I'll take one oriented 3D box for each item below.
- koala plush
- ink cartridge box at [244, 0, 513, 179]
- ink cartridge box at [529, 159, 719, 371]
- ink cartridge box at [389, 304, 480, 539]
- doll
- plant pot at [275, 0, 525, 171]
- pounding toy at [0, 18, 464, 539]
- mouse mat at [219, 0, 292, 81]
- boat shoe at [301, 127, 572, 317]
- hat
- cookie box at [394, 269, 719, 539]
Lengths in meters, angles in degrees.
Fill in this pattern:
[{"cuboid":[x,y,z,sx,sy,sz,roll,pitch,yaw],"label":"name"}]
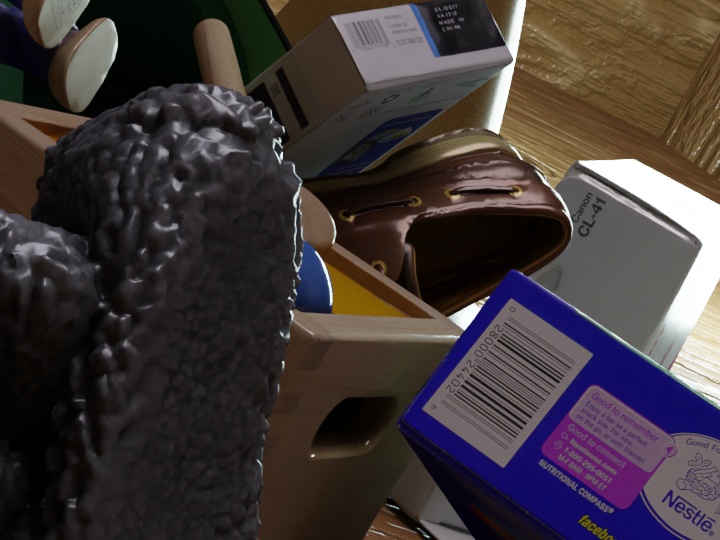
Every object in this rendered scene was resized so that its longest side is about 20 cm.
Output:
[{"cuboid":[-0.140,0.041,0.567,0.199,0.185,0.177,11,8,40],"label":"koala plush"},{"cuboid":[-0.034,-0.051,1.101,0.099,0.200,0.039,-16,75,-48],"label":"ink cartridge box"},{"cuboid":[0.130,0.022,1.381,0.085,0.148,0.200,30,11,10],"label":"ink cartridge box"},{"cuboid":[0.046,0.067,1.141,0.116,0.068,0.200,20,14,-42],"label":"ink cartridge box"},{"cuboid":[-0.200,-0.127,1.050,0.199,0.049,0.137,17,-32,22],"label":"doll"},{"cuboid":[0.010,-0.100,1.485,0.186,0.201,0.186,30,7,-4],"label":"plant pot"},{"cuboid":[-0.061,0.001,0.938,0.184,0.143,0.200,34,11,20],"label":"pounding toy"},{"cuboid":[-0.064,-0.089,1.317,0.161,0.008,0.201,-5,-63,60],"label":"mouse mat"},{"cuboid":[0.000,0.000,1.074,0.199,0.072,0.067,-24,36,-24],"label":"boat shoe"},{"cuboid":[-0.165,-0.079,1.271,0.175,0.167,0.199,-4,5,40],"label":"hat"},{"cuboid":[0.118,0.109,0.931,0.171,0.075,0.200,35,-12,28],"label":"cookie box"}]
